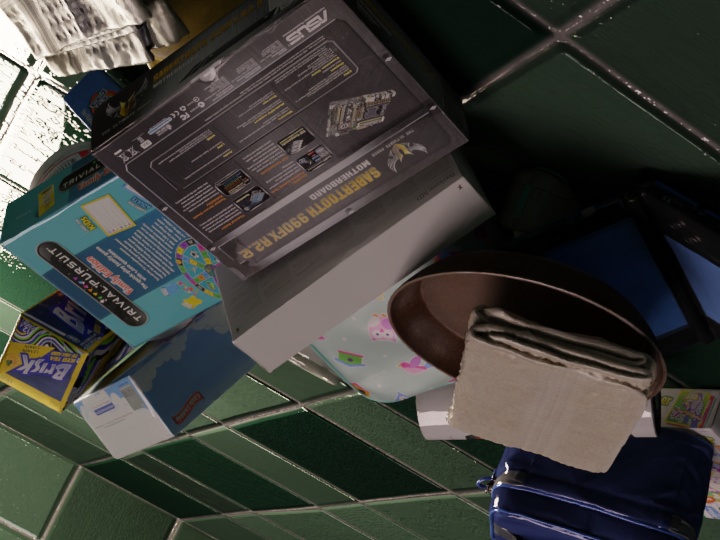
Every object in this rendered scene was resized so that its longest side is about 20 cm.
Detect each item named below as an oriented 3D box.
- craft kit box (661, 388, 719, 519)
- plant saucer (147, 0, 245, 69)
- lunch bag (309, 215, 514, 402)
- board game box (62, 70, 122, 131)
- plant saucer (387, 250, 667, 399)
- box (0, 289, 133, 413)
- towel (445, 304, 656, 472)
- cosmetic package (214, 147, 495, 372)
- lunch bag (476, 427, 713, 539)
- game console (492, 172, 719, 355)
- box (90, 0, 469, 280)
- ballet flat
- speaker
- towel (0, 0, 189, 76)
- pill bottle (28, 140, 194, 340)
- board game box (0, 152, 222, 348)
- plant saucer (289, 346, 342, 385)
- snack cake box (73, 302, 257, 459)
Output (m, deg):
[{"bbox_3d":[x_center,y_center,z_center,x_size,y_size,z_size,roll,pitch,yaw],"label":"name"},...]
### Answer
[{"bbox_3d":[0.310,0.174,1.294,0.197,0.049,0.200,41,154,-28],"label":"craft kit box"},{"bbox_3d":[-0.072,-0.122,1.023,0.199,0.049,0.200,17,157,19],"label":"plant saucer"},{"bbox_3d":[0.041,0.013,1.083,0.199,0.077,0.160,-25,119,36],"label":"lunch bag"},{"bbox_3d":[-0.144,-0.069,1.144,0.200,0.045,0.152,47,177,-40],"label":"board game box"},{"bbox_3d":[0.118,0.040,0.970,0.199,0.035,0.201,15,153,8],"label":"plant saucer"},{"bbox_3d":[-0.248,0.056,1.226,0.070,0.065,0.200,28,-165,2],"label":"box"},{"bbox_3d":[0.131,0.087,0.978,0.132,0.035,0.200,17,155,6],"label":"towel"},{"bbox_3d":[-0.007,-0.019,0.978,0.051,0.200,0.083,44,-163,-38],"label":"cosmetic package"},{"bbox_3d":[0.202,0.206,1.223,0.199,0.133,0.136,13,156,13],"label":"lunch bag"},{"bbox_3d":[0.211,0.039,0.963,0.171,0.118,0.200,38,173,42],"label":"game console"},{"bbox_3d":[-0.052,-0.096,0.912,0.200,0.048,0.158,-31,131,22],"label":"box"},{"bbox_3d":[0.152,0.000,1.030,0.067,0.064,0.200,11,155,37],"label":"ballet flat"},{"bbox_3d":[0.148,0.101,1.158,0.199,0.082,0.081,-3,150,17],"label":"speaker"},{"bbox_3d":[-0.226,-0.216,0.942,0.192,0.035,0.200,-2,133,51],"label":"towel"},{"bbox_3d":[-0.213,-0.026,1.215,0.112,0.112,0.200,46,180,-42],"label":"pill bottle"},{"bbox_3d":[-0.143,-0.036,1.035,0.199,0.047,0.151,-27,132,23],"label":"board game box"},{"bbox_3d":[-0.058,0.069,1.387,0.199,0.050,0.200,29,174,3],"label":"plant saucer"},{"bbox_3d":[-0.145,0.075,1.233,0.067,0.200,0.115,54,141,-7],"label":"snack cake box"}]
